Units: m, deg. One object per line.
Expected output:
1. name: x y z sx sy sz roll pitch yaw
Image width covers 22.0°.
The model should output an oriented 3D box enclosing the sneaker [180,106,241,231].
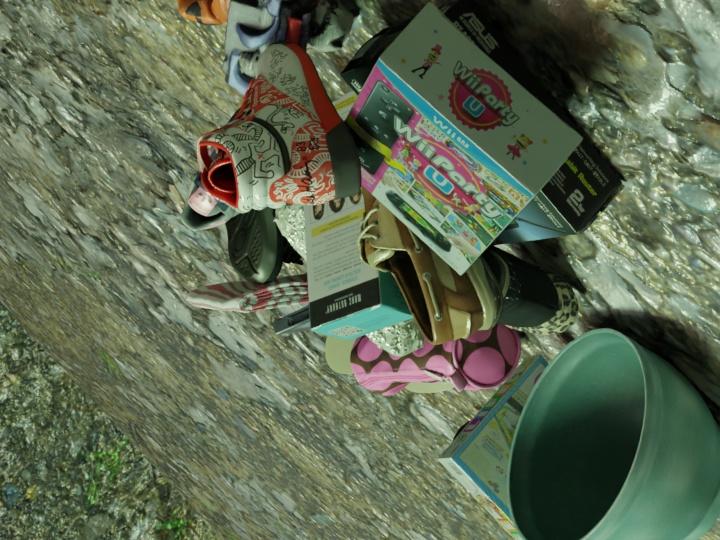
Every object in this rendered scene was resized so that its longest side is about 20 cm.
1. sneaker: -0.120 -0.088 1.735 0.070 0.082 0.200 43 158 4

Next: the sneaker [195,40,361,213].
1. sneaker: -0.080 -0.113 1.424 0.202 0.108 0.067 -120 23 -50

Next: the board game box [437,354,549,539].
1. board game box: 0.186 0.196 1.722 0.200 0.134 0.034 47 161 -8

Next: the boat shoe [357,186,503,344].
1. boat shoe: 0.036 -0.030 1.488 0.200 0.074 0.076 57 160 14

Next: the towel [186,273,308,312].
1. towel: -0.064 0.013 1.885 0.146 0.199 0.030 1 99 63

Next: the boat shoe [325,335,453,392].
1. boat shoe: 0.052 0.092 2.002 0.063 0.074 0.201 7 178 -44

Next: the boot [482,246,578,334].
1. boot: 0.080 0.004 1.628 0.203 0.074 0.154 19 180 40

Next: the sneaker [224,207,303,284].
1. sneaker: -0.080 -0.037 1.881 0.114 0.076 0.200 21 -163 -19

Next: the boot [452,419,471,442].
1. boot: 0.200 0.254 2.036 0.200 0.069 0.174 25 154 38

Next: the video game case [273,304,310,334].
1. video game case: 0.006 0.036 1.870 0.200 0.142 0.019 152 109 -70

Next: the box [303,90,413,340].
1. box: -0.003 -0.049 1.575 0.082 0.201 0.049 -20 154 38

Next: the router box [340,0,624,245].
1. router box: 0.093 -0.112 1.459 0.200 0.062 0.150 48 160 -14

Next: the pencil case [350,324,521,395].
1. pencil case: 0.067 0.085 1.856 0.091 0.094 0.200 42 155 -20

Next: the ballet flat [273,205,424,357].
1. ballet flat: 0.000 0.000 1.718 0.200 0.072 0.072 47 161 -13

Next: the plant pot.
1. plant pot: 0.239 0.167 1.617 0.134 0.201 0.200 22 170 -23

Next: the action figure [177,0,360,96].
1. action figure: -0.085 -0.248 1.531 0.193 0.105 0.200 32 135 10

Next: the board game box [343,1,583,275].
1. board game box: 0.063 -0.092 1.369 0.147 0.064 0.200 42 159 2
